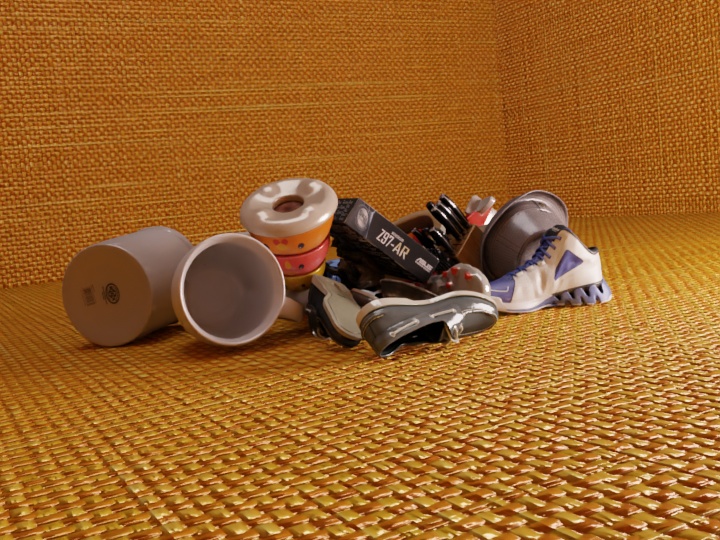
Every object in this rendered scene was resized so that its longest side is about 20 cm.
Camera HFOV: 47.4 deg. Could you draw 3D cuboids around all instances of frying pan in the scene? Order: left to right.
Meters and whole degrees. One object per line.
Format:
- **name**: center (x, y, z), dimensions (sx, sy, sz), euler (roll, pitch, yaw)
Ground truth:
- **frying pan**: center (0.051, 0.039, 1.179), dimensions (0.187, 0.032, 0.114), euler (8, -19, 46)

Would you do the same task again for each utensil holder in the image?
- **utensil holder**: center (-0.367, 0.024, 1.344), dimensions (0.165, 0.175, 0.200), euler (-5, 7, 11)

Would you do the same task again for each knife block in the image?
- **knife block**: center (0.174, -0.039, 1.336), dimensions (0.196, 0.181, 0.063), euler (-9, 7, -37)

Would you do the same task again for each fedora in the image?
- **fedora**: center (0.281, -0.028, 1.290), dimensions (0.197, 0.180, 0.090), euler (21, 12, -39)

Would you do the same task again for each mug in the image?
- **mug**: center (-0.174, 0.039, 1.171), dimensions (0.195, 0.152, 0.175), euler (16, -10, -19)

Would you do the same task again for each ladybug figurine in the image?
- **ladybug figurine**: center (0.090, -0.033, 1.432), dimensions (0.196, 0.138, 0.072), euler (-18, -46, 29)

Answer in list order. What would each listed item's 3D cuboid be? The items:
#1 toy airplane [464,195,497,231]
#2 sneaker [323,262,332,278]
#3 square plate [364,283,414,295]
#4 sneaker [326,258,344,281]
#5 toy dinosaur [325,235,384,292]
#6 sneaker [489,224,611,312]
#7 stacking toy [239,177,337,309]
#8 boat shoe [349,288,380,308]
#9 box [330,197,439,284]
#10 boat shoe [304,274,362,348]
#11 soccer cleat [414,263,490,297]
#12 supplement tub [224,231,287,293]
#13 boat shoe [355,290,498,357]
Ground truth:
- **toy airplane**: center (0.215, -0.050, 1.626), dimensions (0.197, 0.142, 0.200), euler (-35, 5, 23)
- **sneaker**: center (-0.090, 0.018, 1.360), dimensions (0.069, 0.080, 0.200), euler (18, -6, 15)
- **square plate**: center (0.035, 0.038, 1.496), dimensions (0.192, 0.029, 0.200), euler (-5, 5, 8)
- **sneaker**: center (-0.085, 0.023, 1.649), dimensions (0.195, 0.068, 0.078), euler (-8, 17, -16)
- **toy dinosaur**: center (0.000, 0.000, 1.278), dimensions (0.100, 0.079, 0.199), euler (24, -11, -20)
- **sneaker**: center (0.267, -0.005, 1.201), dimensions (0.194, 0.119, 0.081), euler (-6, 4, -7)
- **stacking toy**: center (-0.092, -0.021, 1.214), dimensions (0.142, 0.204, 0.147), euler (-7, 33, 4)
- **boat shoe**: center (-0.015, 0.061, 1.227), dimensions (0.066, 0.058, 0.199), euler (32, -9, -26)
- **box**: center (0.017, -0.048, 1.276), dimensions (0.159, 0.044, 0.199), euler (36, -7, -17)
- **boat shoe**: center (-0.036, 0.067, 1.115), dimensions (0.071, 0.069, 0.200), euler (23, 10, -19)
- **soccer cleat**: center (0.147, 0.029, 1.199), dimensions (0.076, 0.071, 0.199), euler (5, -5, -21)
- **supplement tub**: center (-0.176, -0.002, 1.518), dimensions (0.195, 0.149, 0.144), euler (-3, 6, 28)
- **boat shoe**: center (0.090, 0.072, 0.994), dimensions (0.195, 0.074, 0.063), euler (-1, 45, -28)
